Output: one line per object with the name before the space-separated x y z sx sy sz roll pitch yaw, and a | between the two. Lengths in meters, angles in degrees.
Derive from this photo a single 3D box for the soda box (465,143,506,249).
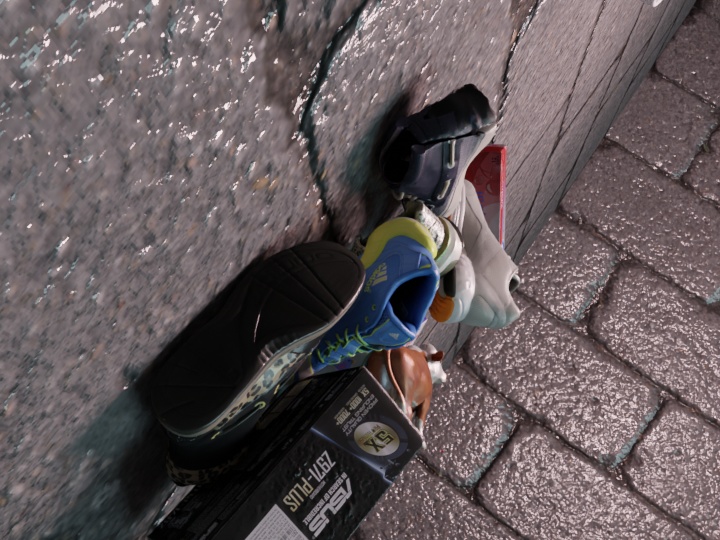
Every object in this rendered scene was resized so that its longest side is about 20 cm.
soda box | 0.140 -0.048 0.993 0.070 0.062 0.203 -43 134 -69

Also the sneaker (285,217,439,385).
sneaker | -0.011 0.041 0.704 0.200 0.076 0.105 -46 -153 9

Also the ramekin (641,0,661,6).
ramekin | 0.363 -0.434 0.992 0.201 0.104 0.201 -52 166 -19

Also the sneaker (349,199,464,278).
sneaker | 0.000 0.000 0.782 0.199 0.077 0.089 -40 139 1

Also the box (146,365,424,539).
box | -0.066 0.186 0.699 0.200 0.086 0.163 -46 -169 -27

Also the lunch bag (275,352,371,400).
lunch bag | -0.031 0.128 0.959 0.161 0.077 0.200 -52 166 -14

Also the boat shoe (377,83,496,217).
boat shoe | 0.051 -0.094 0.783 0.092 0.075 0.201 -24 160 -22

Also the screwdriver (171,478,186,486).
screwdriver | -0.125 0.174 0.826 0.029 0.028 0.199 -30 174 24

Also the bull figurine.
bull figurine | 0.049 0.133 0.907 0.200 0.064 0.123 32 58 -67

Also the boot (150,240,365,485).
boot | -0.084 0.076 0.663 0.203 0.073 0.154 -43 165 -31

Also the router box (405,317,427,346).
router box | 0.012 0.153 1.236 0.181 0.049 0.200 -61 166 19

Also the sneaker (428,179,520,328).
sneaker | 0.121 -0.014 0.869 0.076 0.091 0.202 121 -19 -44
